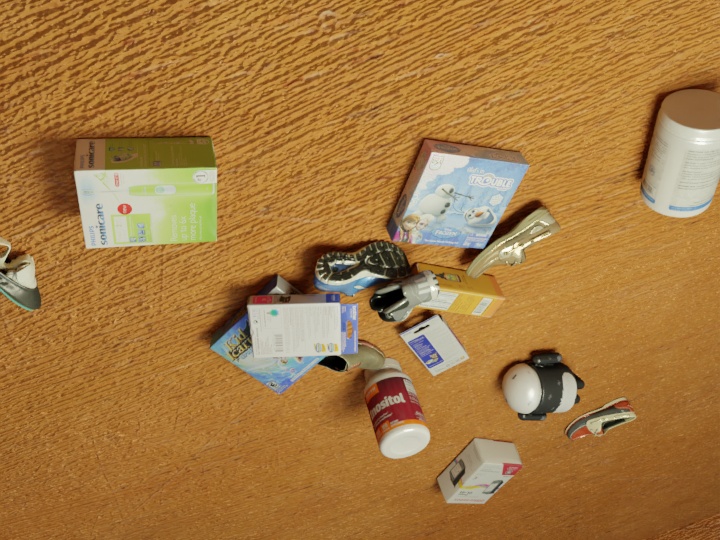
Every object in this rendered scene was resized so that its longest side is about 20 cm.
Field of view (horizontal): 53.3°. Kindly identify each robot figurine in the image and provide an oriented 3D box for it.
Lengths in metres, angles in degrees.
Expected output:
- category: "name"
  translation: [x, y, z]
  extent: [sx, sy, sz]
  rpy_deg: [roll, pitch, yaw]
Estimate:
- category: "robot figurine"
  translation: [0.440, 0.283, 1.742]
  extent: [0.199, 0.151, 0.125]
  rpy_deg: [2, 162, -22]

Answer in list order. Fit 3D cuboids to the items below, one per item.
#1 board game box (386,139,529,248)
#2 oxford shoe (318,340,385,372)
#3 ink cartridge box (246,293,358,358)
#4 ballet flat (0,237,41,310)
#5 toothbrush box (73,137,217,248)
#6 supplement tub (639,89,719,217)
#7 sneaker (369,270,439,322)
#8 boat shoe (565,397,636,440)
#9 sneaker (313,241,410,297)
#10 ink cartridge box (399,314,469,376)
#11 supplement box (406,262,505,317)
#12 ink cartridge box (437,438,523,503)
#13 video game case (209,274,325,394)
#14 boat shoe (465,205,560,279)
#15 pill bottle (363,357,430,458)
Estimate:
- category: "board game box"
  translation: [0.172, -0.130, 1.289]
  extent: [0.199, 0.043, 0.200]
  rpy_deg: [3, 131, -23]
- category: "oxford shoe"
  translation: [-0.027, 0.190, 1.512]
  extent: [0.199, 0.075, 0.071]
  rpy_deg: [15, 127, -31]
- category: "ink cartridge box"
  translation: [-0.104, 0.102, 1.327]
  extent: [0.199, 0.042, 0.120]
  rpy_deg: [-1, 121, 0]
- category: "ballet flat"
  translation: [-0.565, -0.007, 1.133]
  extent: [0.068, 0.068, 0.200]
  rpy_deg: [-36, 135, 4]
- category: "toothbrush box"
  translation: [-0.322, -0.119, 1.093]
  extent: [0.199, 0.086, 0.146]
  rpy_deg: [-3, 134, -15]
- category: "supplement tub"
  translation: [0.590, -0.208, 1.299]
  extent: [0.131, 0.132, 0.201]
  rpy_deg: [-13, 137, -7]
- category: "sneaker"
  translation: [0.053, 0.057, 1.362]
  extent: [0.115, 0.075, 0.200]
  rpy_deg: [-14, 165, -32]
- category: "boat shoe"
  translation: [0.671, 0.429, 2.010]
  extent: [0.200, 0.063, 0.071]
  rpy_deg: [-31, 137, 14]
- category: "sneaker"
  translation: [0.000, 0.000, 1.346]
  extent: [0.199, 0.079, 0.089]
  rpy_deg: [-5, 158, -24]
- category: "ink cartridge box"
  translation: [0.161, 0.158, 1.578]
  extent: [0.094, 0.037, 0.200]
  rpy_deg: [-28, 138, 10]
- category: "supplement box"
  translation: [0.190, 0.041, 1.450]
  extent: [0.199, 0.067, 0.069]
  rpy_deg: [11, 132, -28]
- category: "ink cartridge box"
  translation: [0.333, 0.564, 2.007]
  extent: [0.147, 0.086, 0.200]
  rpy_deg: [12, 127, -29]
- category: "video game case"
  translation: [-0.159, 0.130, 1.392]
  extent: [0.181, 0.046, 0.200]
  rpy_deg: [39, 113, -23]
- category: "boat shoe"
  translation: [0.292, -0.040, 1.387]
  extent: [0.200, 0.065, 0.071]
  rpy_deg: [-40, 171, 18]
- category: "pill bottle"
  translation: [0.071, 0.295, 1.560]
  extent: [0.112, 0.200, 0.113]
  rpy_deg: [-10, 136, -10]
